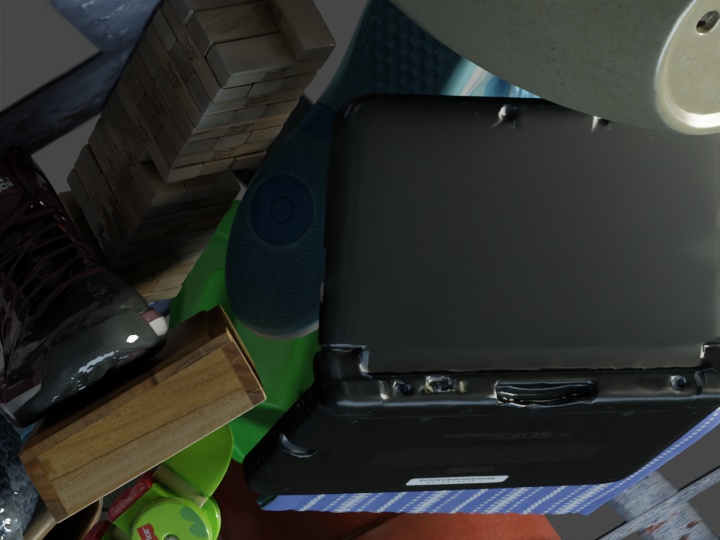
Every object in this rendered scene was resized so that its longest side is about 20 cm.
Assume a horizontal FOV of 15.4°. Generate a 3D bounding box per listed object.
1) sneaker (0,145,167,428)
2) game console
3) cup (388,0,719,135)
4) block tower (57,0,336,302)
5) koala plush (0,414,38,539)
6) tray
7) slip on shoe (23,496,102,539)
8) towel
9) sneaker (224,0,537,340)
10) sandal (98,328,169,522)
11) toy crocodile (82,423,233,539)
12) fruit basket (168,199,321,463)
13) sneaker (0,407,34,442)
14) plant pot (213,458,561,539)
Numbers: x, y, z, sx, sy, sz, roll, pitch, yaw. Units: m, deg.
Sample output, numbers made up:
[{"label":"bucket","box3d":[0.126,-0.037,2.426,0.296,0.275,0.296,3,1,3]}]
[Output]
[{"label":"sneaker","box3d":[-0.144,0.000,1.135,0.075,0.116,0.200,-29,-177,-11]},{"label":"game console","box3d":[0.058,0.015,1.162,0.199,0.117,0.176,0,156,-23]},{"label":"cup","box3d":[0.118,-0.138,1.067,0.199,0.143,0.201,-25,144,-20]},{"label":"block tower","box3d":[-0.081,-0.058,1.190,0.058,0.054,0.200,-14,154,-36]},{"label":"koala plush","box3d":[-0.211,0.111,1.228,0.183,0.179,0.200,-5,-174,18]},{"label":"tray","box3d":[-0.094,0.057,1.159,0.098,0.037,0.200,-30,-177,-2]},{"label":"slip on shoe","box3d":[-0.187,0.180,1.348,0.060,0.201,0.076,2,130,19]},{"label":"towel","box3d":[0.060,0.085,1.288,0.199,0.024,0.145,3,155,-27]},{"label":"sneaker","box3d":[0.022,-0.049,1.241,0.201,0.079,0.130,-56,158,5]},{"label":"sandal","box3d":[-0.127,0.104,1.479,0.057,0.080,0.202,-20,149,-33]},{"label":"toy crocodile","box3d":[-0.121,0.151,1.283,0.201,0.062,0.068,-55,-179,6]},{"label":"fruit basket","box3d":[0.000,0.000,1.362,0.216,0.155,0.217,15,90,-74]},{"label":"sneaker","box3d":[-0.147,0.063,1.340,0.082,0.074,0.200,-26,165,-14]},{"label":"plant pot","box3d":[-0.005,0.127,1.514,0.200,0.196,0.201,-24,159,-10]}]
